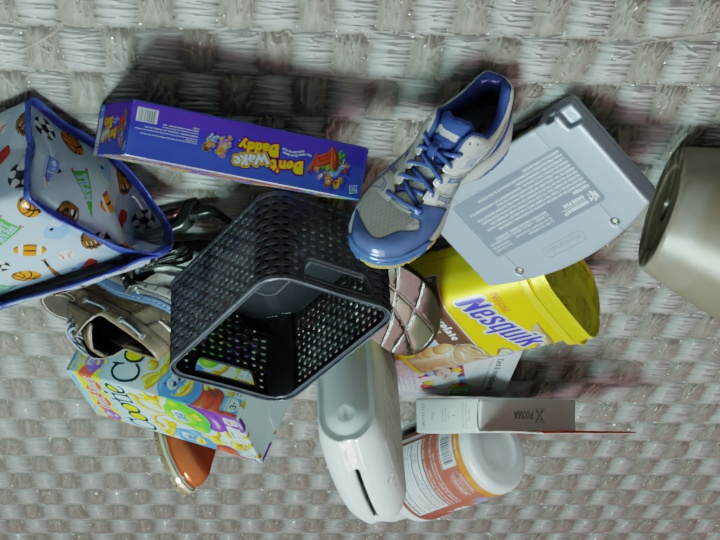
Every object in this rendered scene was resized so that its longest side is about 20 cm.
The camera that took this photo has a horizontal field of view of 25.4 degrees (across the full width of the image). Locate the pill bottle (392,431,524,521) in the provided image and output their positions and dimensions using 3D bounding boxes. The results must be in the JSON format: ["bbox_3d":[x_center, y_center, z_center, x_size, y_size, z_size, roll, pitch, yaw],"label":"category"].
[{"bbox_3d":[0.099,0.250,2.003,0.112,0.113,0.200,22,145,-38],"label":"pill bottle"}]

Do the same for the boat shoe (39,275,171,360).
[{"bbox_3d":[-0.255,0.045,1.576,0.200,0.072,0.072,6,142,40],"label":"boat shoe"}]

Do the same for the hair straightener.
[{"bbox_3d":[-0.208,-0.014,1.524,0.199,0.077,0.041,-12,166,13],"label":"hair straightener"}]

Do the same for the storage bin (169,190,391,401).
[{"bbox_3d":[-0.075,0.027,1.449,0.135,0.094,0.200,17,143,-29],"label":"storage bin"}]

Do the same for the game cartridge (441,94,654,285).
[{"bbox_3d":[0.159,-0.063,1.431,0.200,0.041,0.133,-29,108,41],"label":"game cartridge"}]

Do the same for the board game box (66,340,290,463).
[{"bbox_3d":[-0.182,0.109,1.647,0.199,0.103,0.105,14,152,21],"label":"board game box"}]

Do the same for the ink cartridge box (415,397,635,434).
[{"bbox_3d":[0.190,0.166,1.824,0.173,0.044,0.200,-6,172,40],"label":"ink cartridge box"}]

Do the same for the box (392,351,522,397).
[{"bbox_3d":[0.073,0.094,1.783,0.199,0.041,0.156,1,153,-6],"label":"box"}]

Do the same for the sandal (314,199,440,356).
[{"bbox_3d":[0.000,0.000,1.541,0.200,0.055,0.082,38,110,-12],"label":"sandal"}]

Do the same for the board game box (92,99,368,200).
[{"bbox_3d":[-0.111,-0.100,1.334,0.199,0.045,0.134,10,-179,-20],"label":"board game box"}]

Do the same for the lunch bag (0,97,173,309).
[{"bbox_3d":[-0.287,-0.040,1.420,0.170,0.124,0.200,-17,151,26],"label":"lunch bag"}]

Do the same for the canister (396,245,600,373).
[{"bbox_3d":[0.121,0.030,1.606,0.199,0.087,0.149,-15,141,27],"label":"canister"}]

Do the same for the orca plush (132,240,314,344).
[{"bbox_3d":[-0.127,0.016,1.594,0.199,0.106,0.071,5,-174,-6],"label":"orca plush"}]

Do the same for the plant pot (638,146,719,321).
[{"bbox_3d":[0.350,-0.029,1.435,0.173,0.201,0.200,17,151,-1],"label":"plant pot"}]

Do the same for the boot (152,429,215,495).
[{"bbox_3d":[-0.160,0.149,1.720,0.107,0.200,0.075,-19,129,20],"label":"boot"}]

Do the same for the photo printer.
[{"bbox_3d":[0.000,0.146,1.631,0.069,0.200,0.167,-10,139,7],"label":"photo printer"}]

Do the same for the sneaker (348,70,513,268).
[{"bbox_3d":[0.056,-0.089,1.308,0.075,0.200,0.088,31,150,15],"label":"sneaker"}]
